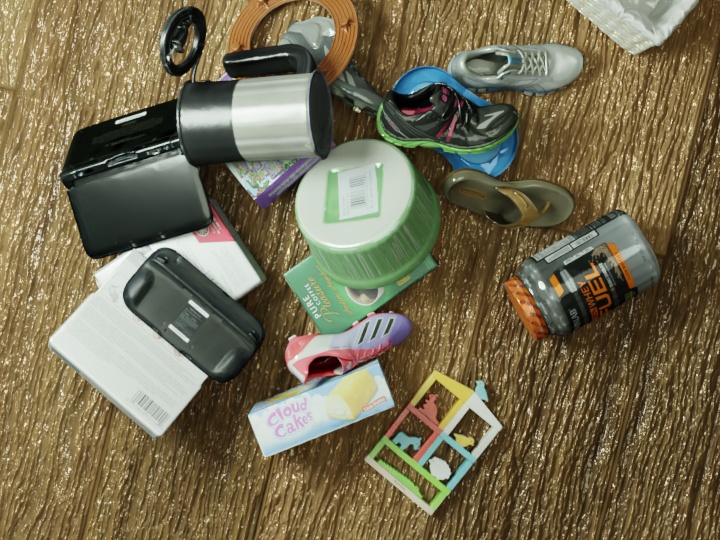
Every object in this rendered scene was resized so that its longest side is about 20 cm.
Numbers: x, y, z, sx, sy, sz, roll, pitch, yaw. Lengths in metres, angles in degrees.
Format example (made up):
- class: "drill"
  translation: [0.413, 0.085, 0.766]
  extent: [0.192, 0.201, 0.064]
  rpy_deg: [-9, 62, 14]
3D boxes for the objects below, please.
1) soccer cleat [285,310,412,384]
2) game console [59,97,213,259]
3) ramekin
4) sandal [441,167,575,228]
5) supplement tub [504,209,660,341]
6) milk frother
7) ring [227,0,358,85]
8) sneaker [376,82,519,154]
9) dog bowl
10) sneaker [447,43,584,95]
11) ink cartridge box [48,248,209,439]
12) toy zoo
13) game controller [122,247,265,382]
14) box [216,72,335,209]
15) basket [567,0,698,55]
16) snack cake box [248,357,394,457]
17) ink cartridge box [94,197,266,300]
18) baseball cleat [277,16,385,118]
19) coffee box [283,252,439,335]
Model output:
- class: "soccer cleat"
  translation: [-0.010, 0.113, 1.591]
  extent: [0.198, 0.077, 0.067]
  rpy_deg: [-11, 131, -22]
- class: "game console"
  translation: [-0.310, -0.135, 1.597]
  extent: [0.198, 0.177, 0.117]
  rpy_deg: [-15, 129, 11]
- class: "ramekin"
  translation: [0.005, -0.085, 1.563]
  extent: [0.198, 0.098, 0.202]
  rpy_deg: [-9, 61, 16]
- class: "sandal"
  translation: [0.211, -0.094, 1.608]
  extent: [0.198, 0.054, 0.081]
  rpy_deg: [11, 131, -13]
- class: "supplement tub"
  translation: [0.313, 0.011, 1.600]
  extent: [0.199, 0.123, 0.123]
  rpy_deg: [-30, 91, 1]
- class: "milk frother"
  translation: [-0.149, -0.241, 1.465]
  extent: [0.186, 0.200, 0.183]
  rpy_deg: [-3, 75, 14]
- class: "ring"
  translation: [-0.099, -0.332, 1.595]
  extent: [0.198, 0.019, 0.203]
  rpy_deg: [-7, 67, 16]
- class: "sneaker"
  translation: [0.122, -0.212, 1.541]
  extent: [0.197, 0.084, 0.077]
  rpy_deg: [-1, 46, -3]
- class: "dog bowl"
  translation: [0.134, -0.214, 1.622]
  extent: [0.199, 0.050, 0.112]
  rpy_deg: [32, 105, -1]
- class: "sneaker"
  translation: [0.227, -0.291, 1.612]
  extent: [0.197, 0.087, 0.076]
  rpy_deg: [-6, 90, -1]
- class: "ink cartridge box"
  translation: [-0.299, 0.102, 1.559]
  extent: [0.200, 0.045, 0.177]
  rpy_deg: [41, 68, -3]
- class: "toy zoo"
  translation: [0.117, 0.241, 1.654]
  extent: [0.131, 0.020, 0.201]
  rpy_deg: [38, 91, -1]
- class: "game controller"
  translation: [-0.230, 0.061, 1.552]
  extent: [0.200, 0.042, 0.105]
  rpy_deg: [40, 83, -4]
- class: "box"
  translation: [-0.145, -0.202, 1.592]
  extent: [0.137, 0.039, 0.200]
  rpy_deg: [-41, 62, 1]
- class: "basket"
  translation: [0.386, -0.438, 1.572]
  extent: [0.199, 0.161, 0.199]
  rpy_deg: [38, 91, -2]
- class: "snack cake box"
  translation: [-0.054, 0.191, 1.606]
  extent: [0.198, 0.115, 0.068]
  rpy_deg: [-22, 93, 0]
- class: "ink cartridge box"
  translation: [-0.257, 0.010, 1.617]
  extent: [0.199, 0.083, 0.146]
  rpy_deg: [-34, 92, 2]
- class: "baseball cleat"
  translation: [-0.028, -0.297, 1.605]
  extent: [0.199, 0.070, 0.107]
  rpy_deg: [31, 90, 11]
- class: "coffee box"
  translation: [0.000, 0.000, 1.638]
  extent: [0.199, 0.044, 0.124]
  rpy_deg: [-36, 91, 0]
